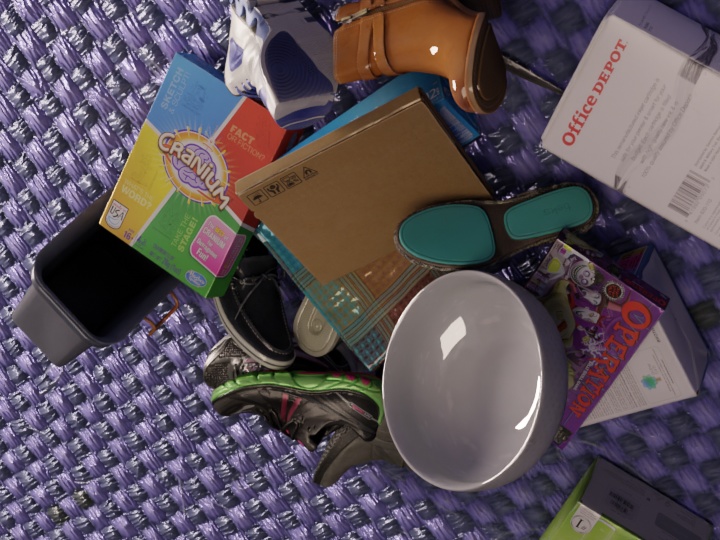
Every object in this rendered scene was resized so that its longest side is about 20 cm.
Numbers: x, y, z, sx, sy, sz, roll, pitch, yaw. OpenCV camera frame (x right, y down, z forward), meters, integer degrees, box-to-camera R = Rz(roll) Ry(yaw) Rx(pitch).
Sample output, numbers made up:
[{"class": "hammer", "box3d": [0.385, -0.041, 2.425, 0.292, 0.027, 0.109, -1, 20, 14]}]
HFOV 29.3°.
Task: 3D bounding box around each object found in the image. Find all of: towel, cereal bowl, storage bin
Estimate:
[{"class": "towel", "box3d": [-0.006, -0.019, 1.393, 0.147, 0.022, 0.201, -47, 72, 21]}, {"class": "cereal bowl", "box3d": [0.116, 0.105, 1.277, 0.198, 0.083, 0.203, -13, 71, 43]}, {"class": "storage bin", "box3d": [-0.280, 0.017, 1.515, 0.146, 0.200, 0.134, 47, 139, -7]}]

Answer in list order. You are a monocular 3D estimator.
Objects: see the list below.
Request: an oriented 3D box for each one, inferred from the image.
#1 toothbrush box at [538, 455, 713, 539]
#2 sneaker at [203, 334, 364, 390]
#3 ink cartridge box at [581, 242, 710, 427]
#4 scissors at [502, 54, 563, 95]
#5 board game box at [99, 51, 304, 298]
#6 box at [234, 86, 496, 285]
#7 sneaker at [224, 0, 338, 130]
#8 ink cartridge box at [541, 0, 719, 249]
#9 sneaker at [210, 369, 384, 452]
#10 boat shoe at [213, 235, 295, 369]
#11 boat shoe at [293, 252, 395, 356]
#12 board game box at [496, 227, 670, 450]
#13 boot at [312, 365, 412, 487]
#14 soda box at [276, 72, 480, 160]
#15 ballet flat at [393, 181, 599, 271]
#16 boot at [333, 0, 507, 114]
[{"class": "toothbrush box", "box3d": [0.264, 0.323, 1.486, 0.144, 0.086, 0.201, 31, 129, 6]}, {"class": "sneaker", "box3d": [-0.099, 0.113, 1.538, 0.198, 0.086, 0.081, -10, 114, 30]}, {"class": "ink cartridge box", "box3d": [0.223, 0.074, 1.361, 0.198, 0.076, 0.138, -21, 106, 33]}, {"class": "scissors", "box3d": [0.101, -0.209, 1.295, 0.199, 0.014, 0.073, 40, 126, -2]}, {"class": "board game box", "box3d": [-0.164, -0.098, 1.412, 0.152, 0.040, 0.202, 32, 105, 18]}, {"class": "box", "box3d": [0.007, -0.073, 1.297, 0.198, 0.021, 0.164, -25, 137, 17]}, {"class": "sneaker", "box3d": [-0.079, -0.196, 1.317, 0.079, 0.201, 0.116, -9, 142, -18]}, {"class": "ink cartridge box", "box3d": [0.280, -0.133, 1.204, 0.198, 0.083, 0.148, 30, 128, 6]}, {"class": "sneaker", "box3d": [-0.070, 0.147, 1.444, 0.197, 0.077, 0.085, 0, 88, 22]}, {"class": "boat shoe", "box3d": [-0.117, 0.011, 1.457, 0.062, 0.074, 0.202, -40, 64, 36]}, {"class": "boat shoe", "box3d": [0.000, 0.000, 1.443, 0.072, 0.067, 0.201, 43, 116, 22]}, {"class": "board game box", "box3d": [0.193, 0.069, 1.312, 0.119, 0.032, 0.201, 31, 127, 4]}, {"class": "boot", "box3d": [0.035, 0.207, 1.546, 0.130, 0.068, 0.201, 33, 129, -2]}, {"class": "soda box", "box3d": [0.014, -0.118, 1.319, 0.199, 0.068, 0.064, -31, 134, 23]}, {"class": "ballet flat", "box3d": [0.128, -0.036, 1.309, 0.197, 0.075, 0.069, -12, 78, -4]}, {"class": "boot", "box3d": [0.047, -0.188, 1.203, 0.153, 0.201, 0.074, -13, 129, 16]}]
